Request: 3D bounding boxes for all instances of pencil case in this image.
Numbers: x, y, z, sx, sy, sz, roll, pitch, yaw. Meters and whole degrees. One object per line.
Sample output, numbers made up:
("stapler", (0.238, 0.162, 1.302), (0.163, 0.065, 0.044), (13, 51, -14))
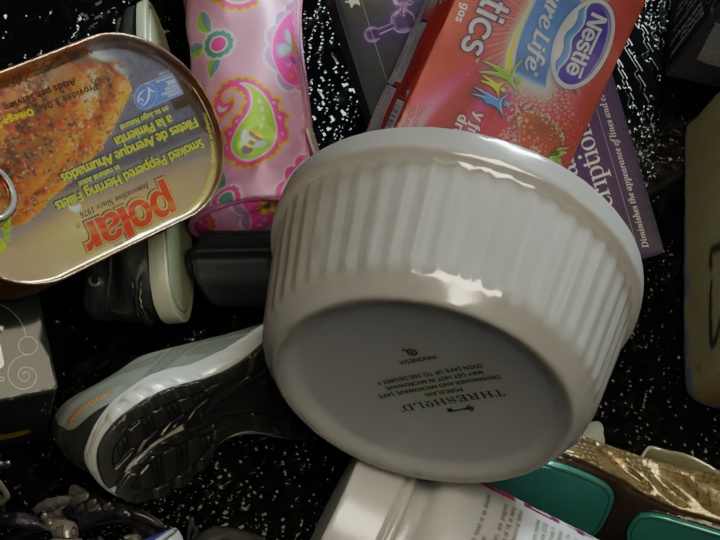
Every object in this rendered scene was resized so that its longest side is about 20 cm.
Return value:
("pencil case", (-0.063, -0.112, 1.216), (0.087, 0.087, 0.200), (-2, 72, -11))

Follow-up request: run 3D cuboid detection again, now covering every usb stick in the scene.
("usb stick", (0.000, 0.000, 1.153), (0.200, 0.056, 0.033), (0, 49, 20))

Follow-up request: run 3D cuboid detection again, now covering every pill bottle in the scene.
("pill bottle", (0.070, 0.180, 1.138), (0.200, 0.113, 0.113), (27, 70, -2))

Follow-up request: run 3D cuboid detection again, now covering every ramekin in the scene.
("ramekin", (0.041, 0.027, 1.066), (0.202, 0.202, 0.094), (20, 52, -4))

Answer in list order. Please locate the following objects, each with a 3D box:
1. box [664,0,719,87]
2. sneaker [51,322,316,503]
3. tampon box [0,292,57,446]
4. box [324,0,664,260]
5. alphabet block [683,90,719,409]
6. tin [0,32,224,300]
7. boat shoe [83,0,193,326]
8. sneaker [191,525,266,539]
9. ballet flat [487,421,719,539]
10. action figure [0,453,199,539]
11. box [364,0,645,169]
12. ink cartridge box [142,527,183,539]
("box", (0.306, -0.172, 1.280), (0.200, 0.132, 0.115), (11, 70, -7))
("sneaker", (-0.082, 0.064, 1.155), (0.200, 0.079, 0.074), (-18, 114, -39))
("tampon box", (-0.259, -0.001, 1.124), (0.150, 0.126, 0.200), (-10, 76, -15))
("box", (0.075, -0.086, 1.192), (0.141, 0.079, 0.200), (-18, 99, 0))
("alphabet block", (0.309, -0.026, 1.200), (0.196, 0.200, 0.196), (5, 73, -9))
("tin", (-0.156, -0.054, 1.090), (0.200, 0.042, 0.112), (-28, 86, -44))
("boat shoe", (-0.138, -0.061, 1.198), (0.066, 0.075, 0.200), (-10, 74, 10))
("sneaker", (-0.044, 0.201, 1.090), (0.067, 0.090, 0.200), (-54, 125, -21))
("ballet flat", (0.149, 0.126, 1.205), (0.200, 0.071, 0.065), (20, 43, -7))
("action figure", (-0.160, 0.164, 1.111), (0.200, 0.102, 0.119), (34, 59, -27))
("box", (0.086, -0.134, 1.097), (0.095, 0.100, 0.200), (23, 94, -10))
("ink cartridge box", (-0.140, 0.252, 1.024), (0.196, 0.043, 0.200), (-22, 92, 17))
